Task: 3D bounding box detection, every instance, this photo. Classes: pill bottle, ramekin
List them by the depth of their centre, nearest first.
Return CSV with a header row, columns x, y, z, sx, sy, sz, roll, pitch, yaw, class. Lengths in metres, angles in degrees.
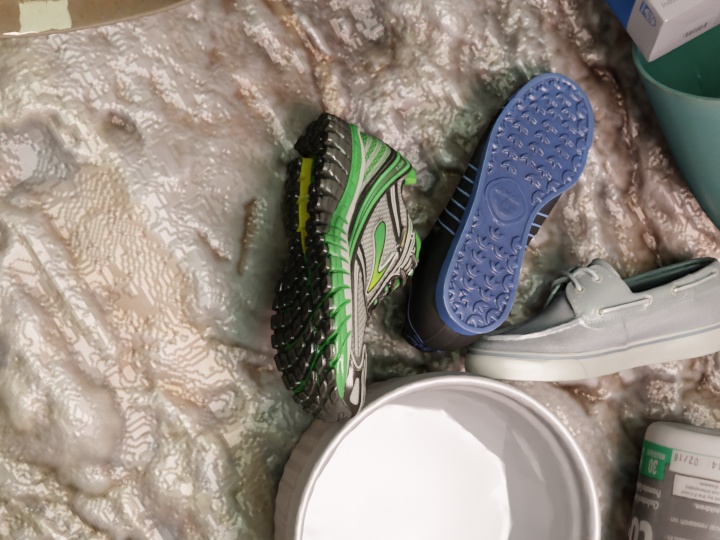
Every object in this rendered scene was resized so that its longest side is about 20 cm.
x,y,z,sx,sy,sz,roll,pitch,yaw,class
0.040,0.158,1.483,0.199,0.105,0.202,-1,95,-17,ramekin
0.224,0.205,1.541,0.112,0.113,0.201,9,90,-18,pill bottle

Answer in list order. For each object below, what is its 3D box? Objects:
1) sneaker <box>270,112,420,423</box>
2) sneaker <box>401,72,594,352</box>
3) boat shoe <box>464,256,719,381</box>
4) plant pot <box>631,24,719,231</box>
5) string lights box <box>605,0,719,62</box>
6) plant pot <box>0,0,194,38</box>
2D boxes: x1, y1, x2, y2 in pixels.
x,y,z,sx,sy,sz,roll,pitch,yaw,class
0.000,0.000,1.444,0.085,0.078,0.201,18,59,-21,sneaker
0.081,-0.036,1.508,0.070,0.078,0.201,36,61,-14,sneaker
0.151,0.027,1.525,0.200,0.070,0.072,-9,98,-29,boat shoe
0.287,-0.094,1.503,0.200,0.200,0.162,-29,121,-14,plant pot
0.169,-0.241,1.479,0.102,0.059,0.201,-29,74,-14,string lights box
-0.186,-0.244,1.353,0.199,0.200,0.185,-8,84,-17,plant pot
